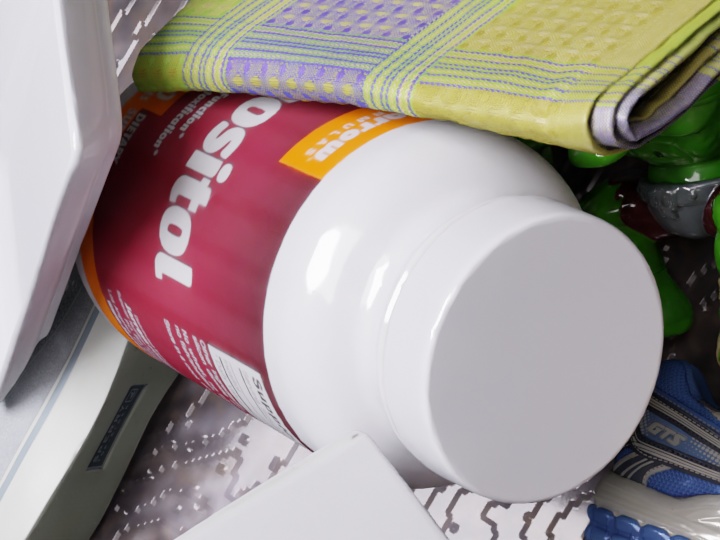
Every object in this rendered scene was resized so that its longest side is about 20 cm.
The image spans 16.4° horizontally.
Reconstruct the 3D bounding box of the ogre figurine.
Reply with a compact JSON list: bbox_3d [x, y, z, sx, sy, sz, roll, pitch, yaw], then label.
[{"bbox_3d":[0.099,-0.032,0.809,0.200,0.098,0.120,8,108,58],"label":"ogre figurine"}]

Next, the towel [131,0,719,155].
[{"bbox_3d":[0.040,-0.082,0.762,0.200,0.144,0.023,10,129,40],"label":"towel"}]

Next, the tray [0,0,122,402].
[{"bbox_3d":[-0.104,-0.040,0.811,0.022,0.200,0.108,-1,66,-16],"label":"tray"}]

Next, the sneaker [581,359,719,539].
[{"bbox_3d":[0.170,0.066,0.789,0.199,0.077,0.085,7,78,21],"label":"sneaker"}]

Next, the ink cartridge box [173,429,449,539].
[{"bbox_3d":[-0.001,0.164,0.743,0.084,0.200,0.145,-29,66,-22],"label":"ink cartridge box"}]

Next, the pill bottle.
[{"bbox_3d":[0.000,0.000,0.777,0.200,0.113,0.113,24,91,54],"label":"pill bottle"}]

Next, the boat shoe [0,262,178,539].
[{"bbox_3d":[-0.103,0.020,0.902,0.071,0.070,0.201,31,96,19],"label":"boat shoe"}]
